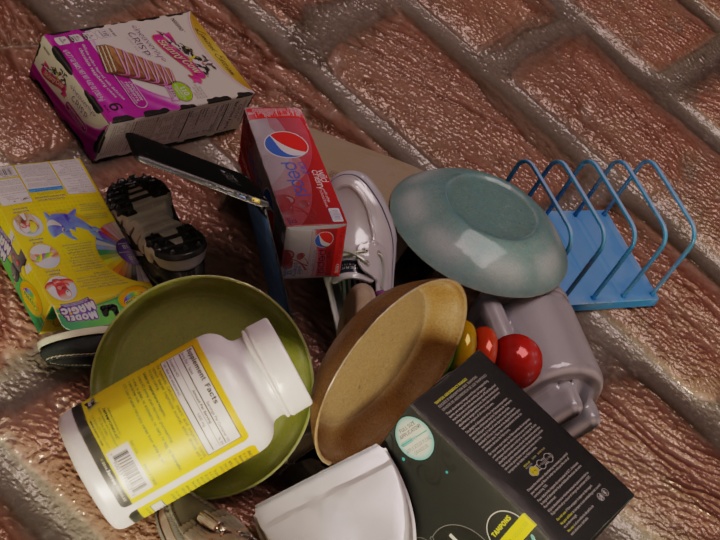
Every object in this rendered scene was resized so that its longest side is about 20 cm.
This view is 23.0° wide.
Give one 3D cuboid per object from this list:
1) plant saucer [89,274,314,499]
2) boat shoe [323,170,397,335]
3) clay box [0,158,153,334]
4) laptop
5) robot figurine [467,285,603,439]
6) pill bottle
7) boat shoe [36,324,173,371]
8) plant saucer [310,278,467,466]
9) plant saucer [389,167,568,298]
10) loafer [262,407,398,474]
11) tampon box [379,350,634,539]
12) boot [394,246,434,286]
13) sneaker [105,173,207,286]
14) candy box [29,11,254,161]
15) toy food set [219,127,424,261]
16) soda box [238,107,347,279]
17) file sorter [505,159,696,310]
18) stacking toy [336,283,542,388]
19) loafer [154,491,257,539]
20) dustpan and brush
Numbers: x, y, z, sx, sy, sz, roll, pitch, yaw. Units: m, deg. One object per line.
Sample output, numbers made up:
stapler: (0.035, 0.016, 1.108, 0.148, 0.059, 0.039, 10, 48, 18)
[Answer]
plant saucer: (-0.142, 0.103, 1.578, 0.199, 0.201, 0.031, 24, 0, -10)
boat shoe: (0.000, 0.000, 1.751, 0.067, 0.073, 0.201, -13, 92, -72)
clay box: (-0.280, -0.016, 1.681, 0.114, 0.048, 0.200, -9, 56, -38)
laptop: (-0.143, -0.035, 1.672, 0.199, 0.116, 0.187, 20, 6, -13)
robot figurine: (0.178, 0.085, 1.820, 0.170, 0.113, 0.201, 39, 24, -49)
pill bottle: (-0.147, 0.125, 1.507, 0.199, 0.113, 0.113, -29, 62, -5)
boat shoe: (-0.195, 0.086, 1.620, 0.198, 0.074, 0.067, 0, 78, -23)
plant saucer: (0.017, 0.084, 1.583, 0.035, 0.201, 0.200, 36, 38, 27)
plant saucer: (0.129, -0.053, 1.827, 0.200, 0.039, 0.201, 16, 36, -12)
loafer: (-0.019, 0.155, 1.670, 0.199, 0.073, 0.072, -10, 66, -32)
tampon box: (0.116, 0.208, 1.631, 0.200, 0.150, 0.126, 43, 41, 13)
boot: (0.041, -0.024, 1.873, 0.097, 0.075, 0.201, 28, 42, -10)
sneaker: (-0.200, -0.024, 1.729, 0.066, 0.091, 0.200, -17, 33, -19)
candy box: (-0.231, -0.200, 1.885, 0.199, 0.061, 0.137, -17, 60, -43)
toy food set: (-0.031, -0.077, 1.869, 0.199, 0.061, 0.144, 21, 35, 13)
soda box: (-0.069, -0.079, 1.750, 0.063, 0.070, 0.200, -4, 41, -16)
file sorter: (0.258, -0.046, 1.995, 0.199, 0.123, 0.139, -2, 52, -34)
stacking toy: (0.080, 0.071, 1.700, 0.199, 0.086, 0.086, 11, 44, -13)
loafer: (-0.099, 0.258, 1.512, 0.072, 0.063, 0.200, -21, 63, -43)
dustpan and brush: (0.007, 0.273, 1.562, 0.139, 0.057, 0.201, -25, 67, -12)
